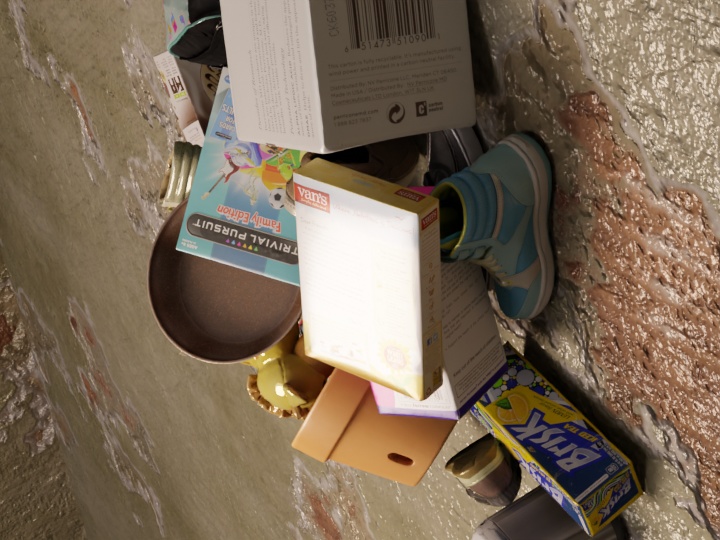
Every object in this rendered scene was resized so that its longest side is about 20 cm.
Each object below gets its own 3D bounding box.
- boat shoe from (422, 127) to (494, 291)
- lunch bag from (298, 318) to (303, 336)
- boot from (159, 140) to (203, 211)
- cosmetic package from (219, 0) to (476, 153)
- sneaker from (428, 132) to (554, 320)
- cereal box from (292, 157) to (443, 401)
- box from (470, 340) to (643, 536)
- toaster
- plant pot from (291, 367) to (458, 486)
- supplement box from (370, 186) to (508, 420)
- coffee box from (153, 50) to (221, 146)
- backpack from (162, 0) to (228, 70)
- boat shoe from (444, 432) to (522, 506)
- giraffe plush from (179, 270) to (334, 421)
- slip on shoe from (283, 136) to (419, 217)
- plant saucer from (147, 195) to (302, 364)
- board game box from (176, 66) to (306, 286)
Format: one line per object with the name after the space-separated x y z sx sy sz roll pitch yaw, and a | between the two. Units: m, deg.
0.087 -0.062 1.576 0.070 0.066 0.201 33 141 53 | boat shoe
0.007 0.114 1.919 0.201 0.082 0.176 62 153 16 | lunch bag
-0.154 -0.077 1.841 0.200 0.154 0.072 108 164 -56 | boot
-0.016 -0.208 1.499 0.200 0.164 0.166 16 115 62 | cosmetic package
0.109 -0.020 1.482 0.079 0.130 0.201 36 143 44 | sneaker
0.008 0.009 1.465 0.143 0.039 0.201 21 128 33 | cereal box
0.183 0.162 1.565 0.200 0.070 0.064 45 169 41 | box
0.187 0.297 1.628 0.114 0.129 0.201 46 150 37 | toaster
0.035 0.139 1.738 0.140 0.201 0.200 31 152 2 | plant pot
0.055 0.029 1.541 0.101 0.103 0.201 1 118 38 | supplement box
-0.155 -0.185 1.934 0.080 0.113 0.201 -2 110 66 | coffee box
-0.122 -0.290 1.683 0.200 0.175 0.154 144 118 -68 | backpack
0.134 0.213 1.679 0.066 0.072 0.201 55 -179 3 | boat shoe
-0.093 0.087 1.840 0.162 0.172 0.200 48 114 15 | giraffe plush
-0.003 -0.109 1.589 0.076 0.200 0.061 29 125 27 | slip on shoe
-0.137 0.004 1.752 0.201 0.200 0.037 57 -169 19 | plant saucer
-0.096 -0.098 1.690 0.150 0.047 0.201 16 92 20 | board game box
